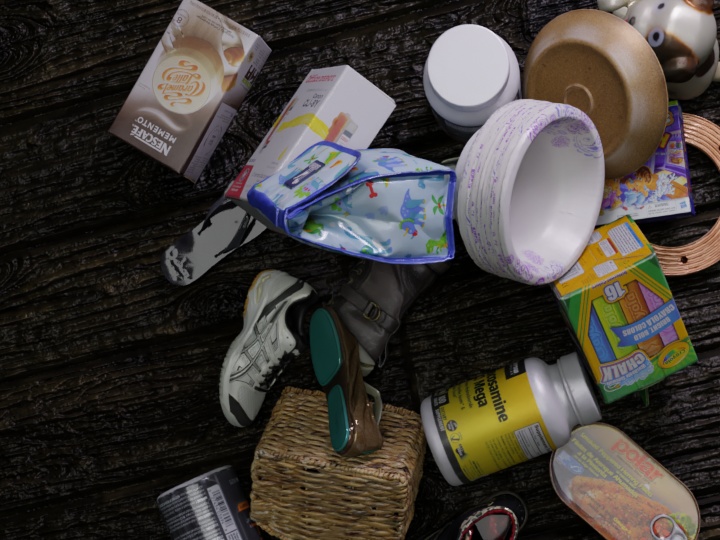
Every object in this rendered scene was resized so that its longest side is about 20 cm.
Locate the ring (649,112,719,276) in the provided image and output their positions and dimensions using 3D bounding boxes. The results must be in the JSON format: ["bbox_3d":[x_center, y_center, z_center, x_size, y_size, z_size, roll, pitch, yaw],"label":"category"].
[{"bbox_3d":[0.380,-0.093,1.674,0.198,0.019,0.203,-1,85,7],"label":"ring"}]

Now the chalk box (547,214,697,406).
[{"bbox_3d":[0.309,0.063,1.601,0.123,0.125,0.201,-26,115,5],"label":"chalk box"}]

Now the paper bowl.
[{"bbox_3d":[0.180,-0.091,1.531,0.104,0.200,0.203,14,87,40],"label":"paper bowl"}]

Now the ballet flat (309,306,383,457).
[{"bbox_3d":[-0.011,0.135,1.641,0.068,0.072,0.201,-50,41,38],"label":"ballet flat"}]

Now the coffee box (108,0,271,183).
[{"bbox_3d":[-0.216,-0.229,1.738,0.114,0.080,0.201,29,90,9],"label":"coffee box"}]

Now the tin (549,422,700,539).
[{"bbox_3d":[0.318,0.268,1.645,0.200,0.042,0.112,41,96,10],"label":"tin"}]

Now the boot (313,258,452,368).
[{"bbox_3d":[0.000,0.000,1.699,0.200,0.069,0.174,43,100,15],"label":"boot"}]

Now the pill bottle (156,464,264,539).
[{"bbox_3d":[-0.167,0.350,1.671,0.105,0.106,0.202,-24,83,5],"label":"pill bottle"}]

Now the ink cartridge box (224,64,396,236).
[{"bbox_3d":[-0.063,-0.146,1.659,0.083,0.145,0.201,37,83,-20],"label":"ink cartridge box"}]

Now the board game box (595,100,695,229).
[{"bbox_3d":[0.296,-0.120,1.653,0.198,0.045,0.136,-8,83,20],"label":"board game box"}]

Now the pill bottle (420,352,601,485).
[{"bbox_3d":[0.180,0.172,1.626,0.198,0.112,0.113,-22,83,10],"label":"pill bottle"}]

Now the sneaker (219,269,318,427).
[{"bbox_3d":[-0.112,0.102,1.691,0.087,0.076,0.202,15,89,24],"label":"sneaker"}]

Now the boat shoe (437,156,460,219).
[{"bbox_3d":[0.118,-0.100,1.647,0.198,0.064,0.071,-13,101,5],"label":"boat shoe"}]

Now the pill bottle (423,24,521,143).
[{"bbox_3d":[0.134,-0.223,1.627,0.115,0.200,0.117,-1,85,8],"label":"pill bottle"}]

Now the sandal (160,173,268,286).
[{"bbox_3d":[-0.172,-0.055,1.736,0.076,0.043,0.200,44,92,9],"label":"sandal"}]

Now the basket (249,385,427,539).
[{"bbox_3d":[-0.025,0.253,1.682,0.198,0.149,0.144,9,119,8],"label":"basket"}]

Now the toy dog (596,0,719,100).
[{"bbox_3d":[0.357,-0.258,1.599,0.193,0.200,0.141,26,90,9],"label":"toy dog"}]

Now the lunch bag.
[{"bbox_3d":[-0.014,-0.075,1.516,0.198,0.170,0.129,-5,103,-17],"label":"lunch bag"}]

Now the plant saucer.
[{"bbox_3d":[0.260,-0.198,1.575,0.199,0.035,0.202,20,122,37],"label":"plant saucer"}]

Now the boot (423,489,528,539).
[{"bbox_3d":[0.112,0.338,1.608,0.203,0.154,0.074,-40,81,3],"label":"boot"}]
